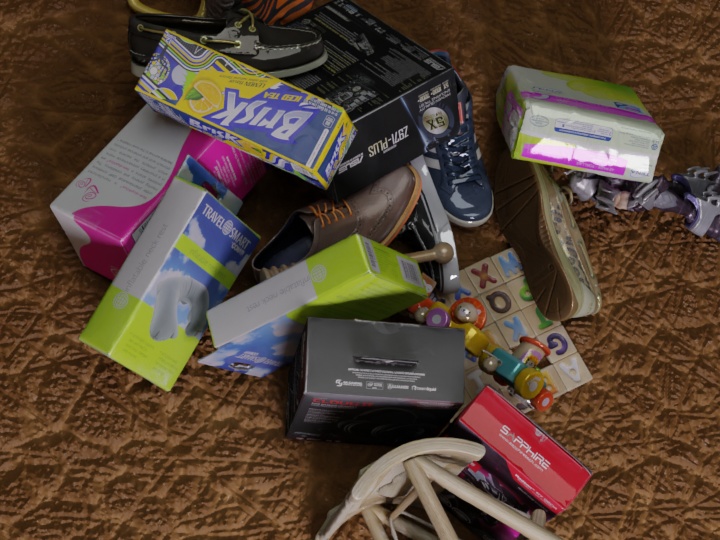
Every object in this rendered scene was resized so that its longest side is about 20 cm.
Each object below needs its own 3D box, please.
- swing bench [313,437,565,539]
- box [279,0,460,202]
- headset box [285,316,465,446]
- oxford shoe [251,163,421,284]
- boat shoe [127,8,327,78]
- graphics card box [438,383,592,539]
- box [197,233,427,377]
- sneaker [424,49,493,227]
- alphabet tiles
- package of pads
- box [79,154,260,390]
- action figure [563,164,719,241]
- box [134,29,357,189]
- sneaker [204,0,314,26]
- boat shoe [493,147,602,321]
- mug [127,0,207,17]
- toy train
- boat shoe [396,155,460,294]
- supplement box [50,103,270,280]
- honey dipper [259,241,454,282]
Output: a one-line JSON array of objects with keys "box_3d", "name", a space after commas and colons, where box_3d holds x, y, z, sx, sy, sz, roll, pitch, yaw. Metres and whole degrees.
[{"box_3d": [0.077, 0.253, 1.310, 0.130, 0.199, 0.200, -40, 81, -23], "name": "swing bench"}, {"box_3d": [-0.021, -0.182, 1.482, 0.164, 0.086, 0.200, -31, 46, -22], "name": "box"}, {"box_3d": [0.012, 0.107, 1.351, 0.148, 0.200, 0.077, 4, 71, -8], "name": "headset box"}, {"box_3d": [-0.023, -0.044, 1.443, 0.200, 0.073, 0.071, -41, 61, -2], "name": "oxford shoe"}, {"box_3d": [-0.134, -0.230, 1.436, 0.200, 0.061, 0.072, -2, 30, 0], "name": "boat shoe"}, {"box_3d": [0.126, 0.191, 1.345, 0.125, 0.200, 0.051, 40, 66, 5], "name": "graphics card box"}, {"box_3d": [-0.050, 0.037, 1.362, 0.200, 0.122, 0.048, -26, 67, 22], "name": "box"}, {"box_3d": [0.096, -0.147, 1.540, 0.075, 0.085, 0.201, -15, 72, -17], "name": "sneaker"}, {"box_3d": [0.121, 0.082, 1.495, 0.200, 0.008, 0.167, -24, 75, -20], "name": "alphabet tiles"}, {"box_3d": [0.224, -0.158, 1.517, 0.154, 0.200, 0.068, 10, 109, -2], "name": "package of pads"}, {"box_3d": [-0.174, 0.004, 1.367, 0.048, 0.122, 0.200, 25, 81, 29], "name": "box"}, {"box_3d": [0.310, -0.090, 1.558, 0.199, 0.070, 0.130, 9, 27, -20], "name": "action figure"}, {"box_3d": [-0.108, -0.152, 1.351, 0.200, 0.064, 0.070, 26, 84, 16], "name": "box"}, {"box_3d": [-0.109, -0.310, 1.488, 0.112, 0.200, 0.078, -30, 69, -12], "name": "sneaker"}, {"box_3d": [0.200, -0.041, 1.532, 0.063, 0.073, 0.201, -5, 73, -39], "name": "boat shoe"}, {"box_3d": [-0.194, -0.380, 1.548, 0.153, 0.150, 0.187, 14, 59, 3], "name": "mug"}, {"box_3d": [0.115, 0.062, 1.421, 0.200, 0.150, 0.056, 36, 88, -3], "name": "toy train"}, {"box_3d": [0.048, -0.063, 1.503, 0.068, 0.074, 0.200, -16, 79, -9], "name": "boat shoe"}, {"box_3d": [-0.196, -0.086, 1.429, 0.101, 0.103, 0.200, 25, 61, 29], "name": "supplement box"}, {"box_3d": [0.000, 0.000, 1.424, 0.199, 0.038, 0.038, -9, 70, -16], "name": "honey dipper"}]
